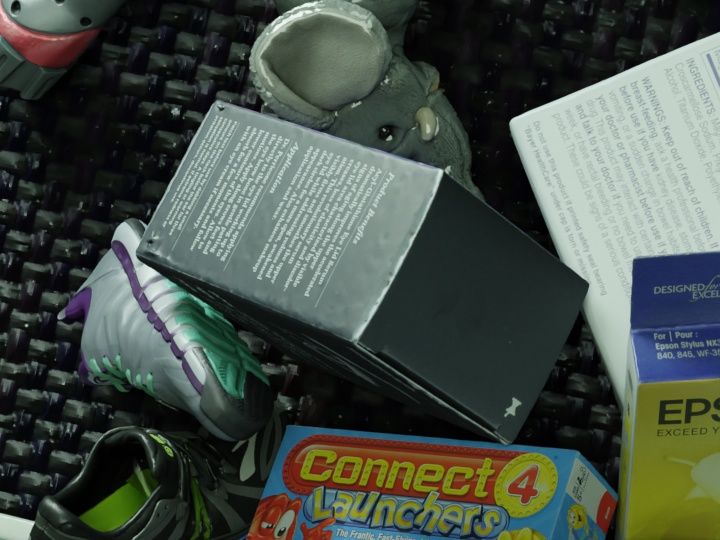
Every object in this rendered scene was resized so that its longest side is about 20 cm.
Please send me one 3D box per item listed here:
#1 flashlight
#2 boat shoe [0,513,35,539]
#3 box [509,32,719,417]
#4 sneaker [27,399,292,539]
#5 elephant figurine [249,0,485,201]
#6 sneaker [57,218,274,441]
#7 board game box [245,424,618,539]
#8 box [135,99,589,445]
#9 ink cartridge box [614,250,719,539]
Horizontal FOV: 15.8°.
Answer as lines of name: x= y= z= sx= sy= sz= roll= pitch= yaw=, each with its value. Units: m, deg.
flashlight: x=-0.156 y=-0.186 z=1.527 sx=0.200 sy=0.068 sz=0.068 roll=-46 pitch=61 yaw=34
boat shoe: x=-0.156 y=0.196 z=1.505 sx=0.200 sy=0.070 sz=0.072 roll=20 pitch=80 yaw=9
box: x=0.211 y=-0.032 z=1.473 sx=0.199 sy=0.105 sz=0.185 roll=-22 pitch=79 yaw=5
sneaker: x=-0.107 y=0.122 z=1.468 sx=0.071 sy=0.083 sz=0.199 roll=34 pitch=42 yaw=30
elephant figurine: x=-0.004 y=-0.128 z=1.518 sx=0.155 sy=0.141 sz=0.201 roll=18 pitch=98 yaw=42
sneaker: x=-0.115 y=0.055 z=1.495 sx=0.088 sy=0.074 sz=0.200 roll=-46 pitch=36 yaw=9
board game box: x=0.020 y=0.190 z=1.422 sx=0.199 sy=0.056 sz=0.197 roll=2 pitch=61 yaw=34
box: x=0.000 y=0.000 z=1.434 sx=0.199 sy=0.148 sz=0.105 roll=20 pitch=79 yaw=45
ink cartridge box: x=0.239 y=0.077 z=1.397 sx=0.196 sy=0.201 sz=0.047 roll=-4 pitch=41 yaw=-3
